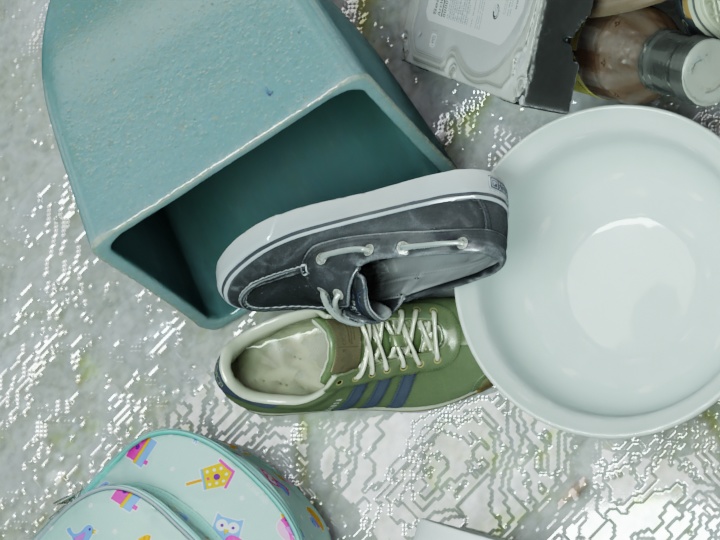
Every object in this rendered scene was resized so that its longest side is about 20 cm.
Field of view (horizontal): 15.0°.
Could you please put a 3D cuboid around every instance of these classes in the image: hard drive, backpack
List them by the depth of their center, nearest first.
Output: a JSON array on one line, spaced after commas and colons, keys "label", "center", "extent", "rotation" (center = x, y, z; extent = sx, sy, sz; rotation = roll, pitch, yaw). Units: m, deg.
[{"label": "hard drive", "center": [0.086, -0.179, 1.661], "extent": [0.038, 0.200, 0.141], "rotation": [9, 99, -21]}, {"label": "backpack", "center": [-0.119, 0.199, 1.693], "extent": [0.176, 0.153, 0.200], "rotation": [39, 87, 22]}]

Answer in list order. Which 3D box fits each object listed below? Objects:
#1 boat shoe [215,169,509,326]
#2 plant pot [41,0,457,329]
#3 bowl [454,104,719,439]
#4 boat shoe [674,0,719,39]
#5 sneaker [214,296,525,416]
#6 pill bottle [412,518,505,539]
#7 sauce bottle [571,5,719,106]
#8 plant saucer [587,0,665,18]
[{"label": "boat shoe", "center": [0.000, 0.000, 1.648], "extent": [0.199, 0.072, 0.068], "rotation": [-15, 58, 23]}, {"label": "plant pot", "center": [-0.088, -0.116, 1.712], "extent": [0.196, 0.196, 0.201], "rotation": [-31, 65, 9]}, {"label": "bowl", "center": [0.163, 0.006, 1.672], "extent": [0.200, 0.090, 0.203], "rotation": [-2, 81, 15]}, {"label": "boat shoe", "center": [0.271, -0.126, 1.650], "extent": [0.199, 0.062, 0.075], "rotation": [32, 84, -19]}, {"label": "sneaker", "center": [0.002, 0.054, 1.708], "extent": [0.199, 0.090, 0.068], "rotation": [-10, 79, 13]}, {"label": "pill bottle", "center": [0.057, 0.259, 1.652], "extent": [0.115, 0.116, 0.201], "rotation": [14, 86, 16]}, {"label": "sauce bottle", "center": [0.151, -0.134, 1.654], "extent": [0.200, 0.065, 0.065], "rotation": [26, 90, 56]}, {"label": "plant saucer", "center": [0.193, -0.217, 1.650], "extent": [0.199, 0.200, 0.030], "rotation": [-26, 113, 10]}]
